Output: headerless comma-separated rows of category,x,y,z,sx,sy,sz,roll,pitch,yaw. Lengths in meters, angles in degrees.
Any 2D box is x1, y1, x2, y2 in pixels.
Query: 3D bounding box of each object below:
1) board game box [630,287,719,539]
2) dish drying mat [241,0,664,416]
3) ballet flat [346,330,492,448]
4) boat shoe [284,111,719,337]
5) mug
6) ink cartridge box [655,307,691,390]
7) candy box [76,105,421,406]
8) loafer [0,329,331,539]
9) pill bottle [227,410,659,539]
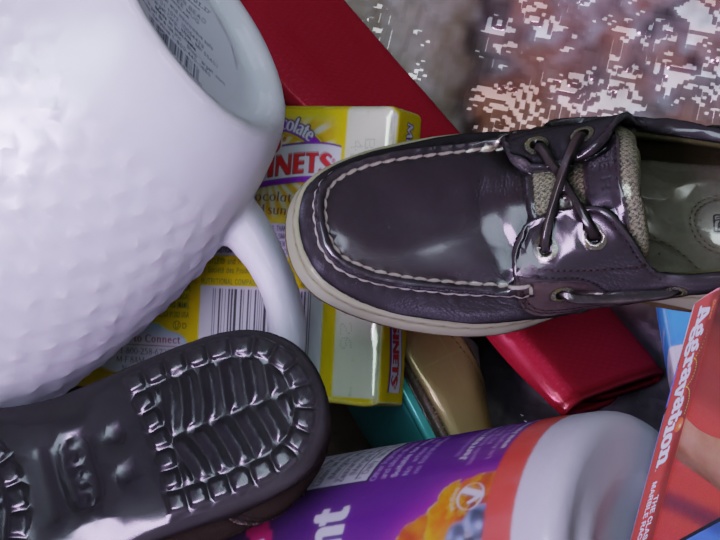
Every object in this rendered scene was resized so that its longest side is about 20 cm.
board game box,0.180,0.094,0.855,0.199,0.019,0.103,27,60,-14
dish drying mat,0.026,-0.027,0.985,0.200,0.077,0.018,50,118,17
ballet flat,0.000,0.000,0.981,0.063,0.069,0.200,-33,73,-22
boat shoe,0.076,-0.022,0.878,0.199,0.065,0.074,-3,70,-15
mug,-0.103,-0.015,0.900,0.175,0.148,0.200,-34,103,20
ink cartridge box,0.171,0.084,0.931,0.115,0.067,0.201,-8,72,3
candy box,-0.074,-0.008,0.967,0.199,0.026,0.103,3,85,28
loafer,-0.098,0.080,0.857,0.199,0.071,0.073,-15,66,9
pill bottle,0.008,0.114,0.889,0.199,0.111,0.112,-13,69,34
